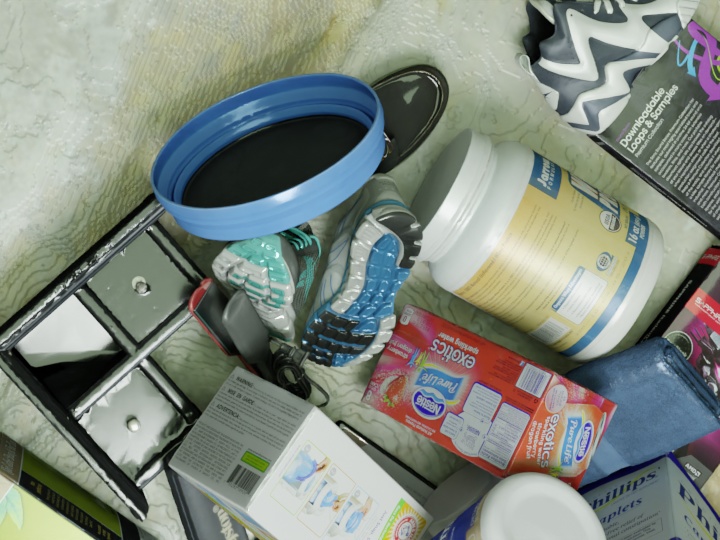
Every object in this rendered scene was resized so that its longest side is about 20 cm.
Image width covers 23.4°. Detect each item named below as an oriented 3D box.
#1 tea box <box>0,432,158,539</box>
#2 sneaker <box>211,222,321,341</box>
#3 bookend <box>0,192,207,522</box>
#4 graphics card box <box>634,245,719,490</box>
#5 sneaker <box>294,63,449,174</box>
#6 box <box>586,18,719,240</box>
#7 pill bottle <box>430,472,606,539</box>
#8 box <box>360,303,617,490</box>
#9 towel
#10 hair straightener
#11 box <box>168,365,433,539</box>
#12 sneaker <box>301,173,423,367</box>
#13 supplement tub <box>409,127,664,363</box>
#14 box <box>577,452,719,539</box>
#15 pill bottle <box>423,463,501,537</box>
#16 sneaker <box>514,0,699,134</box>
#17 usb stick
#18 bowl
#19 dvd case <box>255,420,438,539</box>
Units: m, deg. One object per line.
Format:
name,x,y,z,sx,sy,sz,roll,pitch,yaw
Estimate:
tea box,-0.261,0.252,1.443,0.196,0.200,0.134,37,86,-9
sneaker,-0.073,-0.011,1.478,0.077,0.200,0.091,26,75,5
bookend,-0.185,0.072,1.502,0.199,0.092,0.200,-41,100,-6
graphics card box,0.318,0.093,1.618,0.125,0.051,0.200,40,87,-11
sneaker,0.006,-0.109,1.521,0.200,0.106,0.075,-40,99,-6
box,0.328,-0.124,1.617,0.200,0.036,0.143,37,85,-11
pill bottle,0.104,0.256,1.421,0.115,0.200,0.116,17,50,-22
box,0.107,0.113,1.498,0.095,0.200,0.100,27,88,-41
towel,0.212,0.129,1.543,0.200,0.049,0.112,-26,119,32
hair straightener,-0.077,0.082,1.492,0.041,0.077,0.200,-56,144,-25
box,-0.046,0.186,1.458,0.102,0.112,0.200,-55,133,-13
sneaker,0.000,0.000,1.524,0.075,0.087,0.200,11,130,-20
supplement tub,0.150,-0.023,1.533,0.199,0.145,0.145,29,87,-11
box,0.278,0.285,1.526,0.105,0.200,0.184,-33,106,17
pill bottle,0.145,0.271,1.558,0.111,0.111,0.200,-40,103,-6
sneaker,0.215,-0.237,1.566,0.129,0.080,0.199,34,97,-19
usb stick,-0.121,0.235,1.500,0.055,0.033,0.201,-30,120,-28
bowl,-0.074,-0.094,1.434,0.200,0.201,0.039,-26,122,-8
dvd case,-0.019,0.256,1.580,0.142,0.018,0.200,36,87,-11
